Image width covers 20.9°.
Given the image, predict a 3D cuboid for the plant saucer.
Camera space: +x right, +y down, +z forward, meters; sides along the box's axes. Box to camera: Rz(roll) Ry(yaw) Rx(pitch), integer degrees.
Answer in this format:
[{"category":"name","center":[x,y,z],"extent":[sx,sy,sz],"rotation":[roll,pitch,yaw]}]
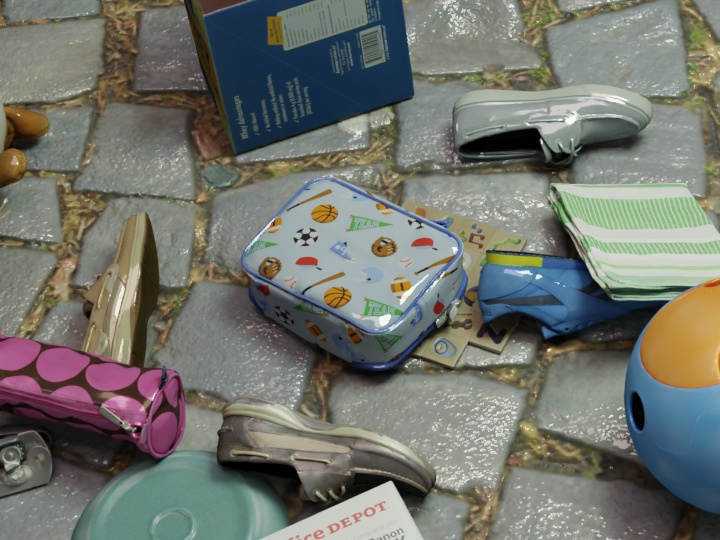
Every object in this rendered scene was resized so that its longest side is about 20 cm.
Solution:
[{"category":"plant saucer","center":[-0.161,0.232,1.696],"extent":[0.199,0.036,0.201],"rotation":[-4,51,6]}]

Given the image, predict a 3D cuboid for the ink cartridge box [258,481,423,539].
[{"category":"ink cartridge box","center":[0.005,0.293,1.581],"extent":[0.146,0.083,0.200],"rotation":[-23,56,-11]}]

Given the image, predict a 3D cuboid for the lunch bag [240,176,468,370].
[{"category":"lunch bag","center":[0.000,0.000,1.827],"extent":[0.199,0.076,0.160],"rotation":[27,58,28]}]

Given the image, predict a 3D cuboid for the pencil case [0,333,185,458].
[{"category":"pencil case","center":[-0.258,0.111,1.743],"extent":[0.199,0.091,0.094],"rotation":[9,27,18]}]

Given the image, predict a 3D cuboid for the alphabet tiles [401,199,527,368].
[{"category":"alphabet tiles","center":[0.065,0.011,1.860],"extent":[0.199,0.006,0.167],"rotation":[18,57,22]}]

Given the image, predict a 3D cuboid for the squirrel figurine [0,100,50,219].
[{"category":"squirrel figurine","center":[-0.430,-0.093,1.959],"extent":[0.199,0.142,0.188],"rotation":[-10,60,19]}]

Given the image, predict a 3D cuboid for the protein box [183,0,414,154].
[{"category":"protein box","center":[-0.068,-0.257,1.970],"extent":[0.199,0.199,0.135],"rotation":[-18,51,-6]}]

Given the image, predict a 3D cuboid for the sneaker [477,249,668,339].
[{"category":"sneaker","center":[0.207,0.026,1.800],"extent":[0.199,0.066,0.079],"rotation":[4,91,-2]}]

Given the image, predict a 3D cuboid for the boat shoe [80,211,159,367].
[{"category":"boat shoe","center":[-0.233,0.029,1.848],"extent":[0.064,0.071,0.201],"rotation":[-1,53,9]}]

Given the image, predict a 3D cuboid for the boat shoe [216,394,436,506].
[{"category":"boat shoe","center":[-0.033,0.172,1.706],"extent":[0.199,0.075,0.074],"rotation":[15,71,12]}]

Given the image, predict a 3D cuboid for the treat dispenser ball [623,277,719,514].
[{"category":"treat dispenser ball","center":[0.319,0.104,1.619],"extent":[0.200,0.201,0.202],"rotation":[-4,51,5]}]

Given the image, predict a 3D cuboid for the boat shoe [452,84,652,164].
[{"category":"boat shoe","center":[0.188,-0.136,1.927],"extent":[0.200,0.070,0.072],"rotation":[0,61,14]}]

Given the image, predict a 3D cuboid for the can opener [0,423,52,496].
[{"category":"can opener","center":[-0.375,0.187,1.767],"extent":[0.199,0.054,0.067],"rotation":[-15,18,-3]}]

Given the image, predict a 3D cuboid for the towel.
[{"category":"towel","center":[0.266,-0.030,1.794],"extent":[0.152,0.024,0.200],"rotation":[0,29,-13]}]
